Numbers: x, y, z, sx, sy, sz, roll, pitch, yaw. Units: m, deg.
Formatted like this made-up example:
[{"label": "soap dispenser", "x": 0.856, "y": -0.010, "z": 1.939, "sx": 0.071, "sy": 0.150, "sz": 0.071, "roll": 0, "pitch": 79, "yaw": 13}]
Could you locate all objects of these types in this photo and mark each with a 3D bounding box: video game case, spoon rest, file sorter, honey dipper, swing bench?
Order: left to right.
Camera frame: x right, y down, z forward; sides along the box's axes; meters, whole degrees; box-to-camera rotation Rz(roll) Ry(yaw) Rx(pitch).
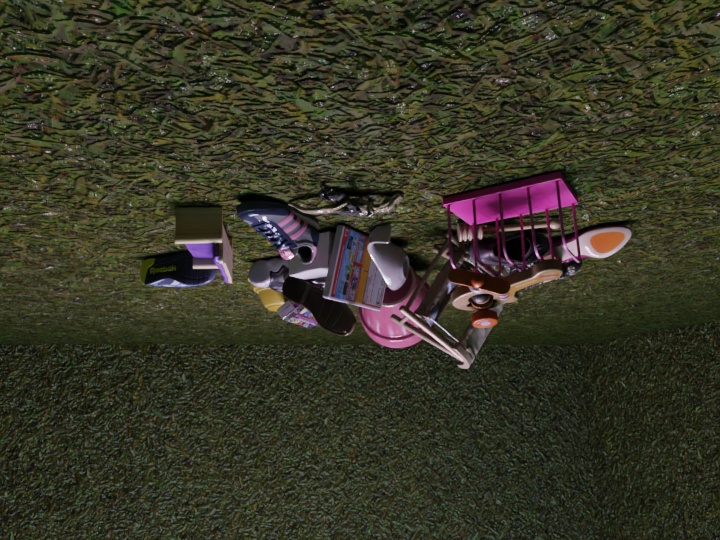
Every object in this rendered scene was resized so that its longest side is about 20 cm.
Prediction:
[{"label": "video game case", "x": -0.107, "y": 0.076, "z": 1.498, "sx": 0.181, "sy": 0.036, "sz": 0.200, "roll": -40, "pitch": 160, "yaw": 6}, {"label": "video game case", "x": 0.000, "y": 0.000, "z": 1.166, "sx": 0.017, "sy": 0.145, "sz": 0.199, "roll": 9, "pitch": 175, "yaw": 34}, {"label": "spoon rest", "x": 0.059, "y": -0.030, "z": 1.187, "sx": 0.060, "sy": 0.101, "sz": 0.200, "roll": 3, "pitch": 154, "yaw": 19}, {"label": "swing bench", "x": 0.201, "y": 0.066, "z": 1.184, "sx": 0.199, "sy": 0.200, "sz": 0.130, "roll": 33, "pitch": 166, "yaw": 2}, {"label": "honey dipper", "x": 0.287, "y": -0.083, "z": 1.091, "sx": 0.197, "sy": 0.039, "sz": 0.038, "roll": -5, "pitch": 166, "yaw": 4}, {"label": "file sorter", "x": 0.260, "y": -0.065, "z": 0.960, "sx": 0.198, "sy": 0.127, "sz": 0.138, "roll": -10, "pitch": 164, "yaw": 30}]

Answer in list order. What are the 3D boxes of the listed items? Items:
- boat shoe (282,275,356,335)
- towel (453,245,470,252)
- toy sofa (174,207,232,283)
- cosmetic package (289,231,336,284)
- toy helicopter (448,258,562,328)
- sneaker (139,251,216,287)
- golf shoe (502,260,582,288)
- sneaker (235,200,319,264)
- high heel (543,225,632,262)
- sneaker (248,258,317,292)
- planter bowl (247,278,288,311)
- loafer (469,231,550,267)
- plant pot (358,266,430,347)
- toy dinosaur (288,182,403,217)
[{"label": "boat shoe", "x": -0.075, "y": 0.070, "z": 1.198, "sx": 0.199, "sy": 0.072, "sz": 0.068, "roll": 36, "pitch": -171, "yaw": 29}, {"label": "towel", "x": 0.315, "y": -0.040, "z": 1.302, "sx": 0.197, "sy": 0.024, "sz": 0.152, "roll": -8, "pitch": 166, "yaw": 17}, {"label": "toy sofa", "x": -0.287, "y": -0.041, "z": 1.054, "sx": 0.081, "sy": 0.099, "sz": 0.200, "roll": 0, "pitch": 167, "yaw": -7}, {"label": "cosmetic package", "x": -0.050, "y": -0.018, "z": 1.213, "sx": 0.112, "sy": 0.082, "sz": 0.199, "roll": -9, "pitch": 164, "yaw": 34}, {"label": "toy helicopter", "x": 0.237, "y": 0.021, "z": 0.942, "sx": 0.199, "sy": 0.080, "sz": 0.131, "roll": -25, "pitch": 144, "yaw": 36}, {"label": "sneaker", "x": -0.401, "y": 0.002, "z": 1.281, "sx": 0.197, "sy": 0.075, "sz": 0.082, "roll": 1, "pitch": 170, "yaw": 24}, {"label": "golf shoe", "x": 0.441, "y": 0.003, "z": 1.384, "sx": 0.198, "sy": 0.078, "sz": 0.088, "roll": -9, "pitch": 172, "yaw": 29}, {"label": "sneaker", "x": -0.139, "y": -0.066, "z": 1.001, "sx": 0.069, "sy": 0.083, "sz": 0.199, "roll": -10, "pitch": 164, "yaw": 34}, {"label": "high heel", "x": 0.481, "y": -0.058, "z": 1.211, "sx": 0.199, "sy": 0.068, "sz": 0.096, "roll": -31, "pitch": -174, "yaw": 36}, {"label": "sneaker", "x": -0.159, "y": 0.011, "z": 1.345, "sx": 0.197, "sy": 0.077, "sz": 0.114, "roll": -1, "pitch": 169, "yaw": 25}, {"label": "planter bowl", "x": -0.206, "y": 0.065, "z": 1.532, "sx": 0.197, "sy": 0.085, "sz": 0.201, "roll": -1, "pitch": 167, "yaw": 0}, {"label": "loafer", "x": 0.313, "y": -0.041, "z": 1.132, "sx": 0.197, "sy": 0.073, "sz": 0.063, "roll": -6, "pitch": -178, "yaw": -27}, {"label": "plant pot", "x": 0.083, "y": 0.067, "z": 1.392, "sx": 0.197, "sy": 0.203, "sz": 0.180, "roll": -4, "pitch": 152, "yaw": 9}, {"label": "toy dinosaur", "x": -0.027, "y": -0.109, "z": 0.924, "sx": 0.197, "sy": 0.048, "sz": 0.088, "roll": 1, "pitch": 173, "yaw": 3}]
